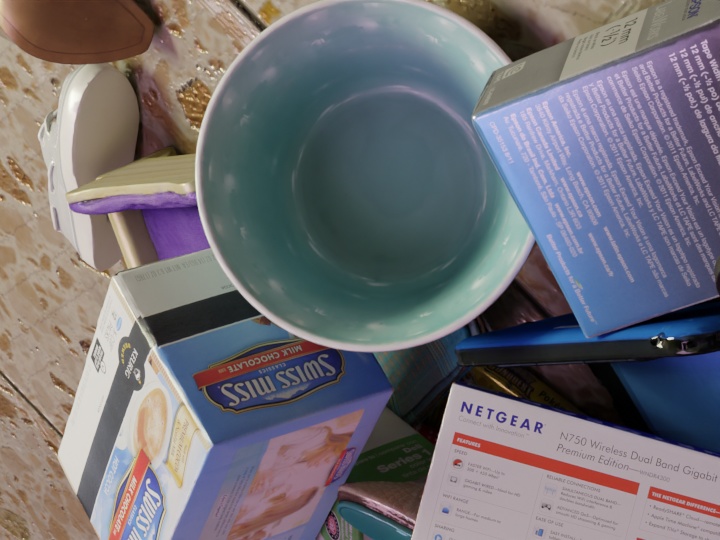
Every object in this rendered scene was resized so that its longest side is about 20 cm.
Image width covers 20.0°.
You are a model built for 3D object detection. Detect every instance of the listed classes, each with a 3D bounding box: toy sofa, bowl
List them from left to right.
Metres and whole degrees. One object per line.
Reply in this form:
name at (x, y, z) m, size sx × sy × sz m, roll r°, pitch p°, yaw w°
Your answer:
toy sofa at (-0.108, -0.035, 1.366) m, size 0.199 × 0.097 × 0.083 m, roll -2°, pitch 113°, yaw 55°
bowl at (0.012, -0.054, 1.183) m, size 0.201 × 0.201 × 0.105 m, roll 43°, pitch -176°, yaw 7°

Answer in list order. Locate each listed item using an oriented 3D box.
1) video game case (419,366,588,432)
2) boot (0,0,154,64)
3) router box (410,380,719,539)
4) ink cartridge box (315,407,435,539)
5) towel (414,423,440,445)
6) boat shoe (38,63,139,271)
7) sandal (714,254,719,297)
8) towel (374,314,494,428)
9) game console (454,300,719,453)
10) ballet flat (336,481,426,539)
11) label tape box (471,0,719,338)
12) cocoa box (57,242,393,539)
video game case at (0.094, 0.132, 1.405) m, size 0.180 × 0.025 × 0.201 m, roll 37°, pitch 146°, yaw 16°
boot at (-0.250, -0.199, 1.397) m, size 0.199 × 0.071 × 0.146 m, roll 17°, pitch -171°, yaw -24°
router box at (0.126, 0.177, 1.183) m, size 0.199 × 0.181 × 0.049 m, roll 16°, pitch 180°, yaw 5°
ink cartridge box at (-0.020, 0.158, 1.395) m, size 0.200 × 0.084 × 0.146 m, roll 36°, pitch 137°, yaw 48°
towel at (0.068, 0.169, 1.430) m, size 0.199 × 0.022 × 0.145 m, roll 15°, pitch 135°, yaw 40°
boat shoe at (-0.203, -0.084, 1.485) m, size 0.068 × 0.072 × 0.201 m, roll 33°, pitch 153°, yaw 21°
sandal at (0.259, 0.048, 1.050) m, size 0.075 × 0.045 × 0.200 m, roll -30°, pitch 123°, yaw 35°
towel at (0.000, 0.000, 1.345) m, size 0.200 × 0.022 × 0.147 m, roll 53°, pitch 147°, yaw 11°
game console at (0.182, 0.079, 1.174) m, size 0.199 × 0.170 × 0.119 m, roll -7°, pitch 93°, yaw 51°
ballet flat at (0.081, 0.170, 1.251) m, size 0.199 × 0.063 × 0.068 m, roll 30°, pitch 159°, yaw 5°
label tape box at (0.178, -0.065, 1.053) m, size 0.199 × 0.066 × 0.144 m, roll -20°, pitch 111°, yaw 24°
cocoa box at (-0.088, 0.096, 1.259) m, size 0.132 × 0.133 × 0.200 m, roll 58°, pitch 145°, yaw 26°
